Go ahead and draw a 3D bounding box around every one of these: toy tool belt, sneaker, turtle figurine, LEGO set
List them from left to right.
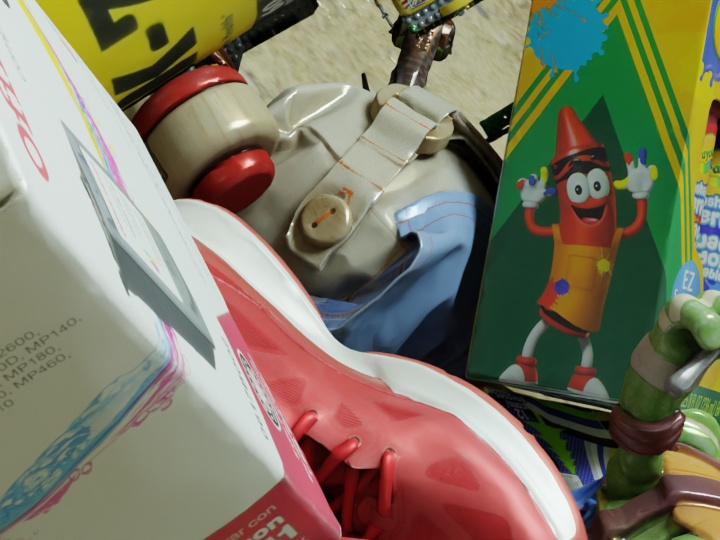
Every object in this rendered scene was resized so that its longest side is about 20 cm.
[{"bbox_3d":[-0.033,0.062,0.887,0.200,0.079,0.115,34,35,26],"label":"sneaker"},{"bbox_3d":[0.000,0.000,1.026,0.123,0.125,0.200,56,13,19],"label":"toy tool belt"},{"bbox_3d":[0.007,-0.079,1.138,0.116,0.199,0.154,-74,143,-78],"label":"LEGO set"},{"bbox_3d":[0.145,0.077,0.898,0.194,0.199,0.144,-87,167,-59],"label":"turtle figurine"}]

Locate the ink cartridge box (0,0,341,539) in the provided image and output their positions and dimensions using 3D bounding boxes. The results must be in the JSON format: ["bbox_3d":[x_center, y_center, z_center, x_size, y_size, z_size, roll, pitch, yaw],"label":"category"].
[{"bbox_3d":[-0.095,-0.007,0.662,0.148,0.085,0.200,62,3,30],"label":"ink cartridge box"}]

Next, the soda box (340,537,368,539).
[{"bbox_3d":[-0.018,0.116,0.799,0.063,0.200,0.071,-29,106,-34],"label":"soda box"}]

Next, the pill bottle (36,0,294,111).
[{"bbox_3d":[-0.119,-0.095,0.957,0.114,0.200,0.114,51,-14,18],"label":"pill bottle"}]

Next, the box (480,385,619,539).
[{"bbox_3d":[0.098,0.100,1.095,0.200,0.070,0.064,15,38,-49],"label":"box"}]

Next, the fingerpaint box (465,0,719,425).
[{"bbox_3d":[0.119,-0.027,1.089,0.073,0.168,0.200,9,-4,23],"label":"fingerpaint box"}]
